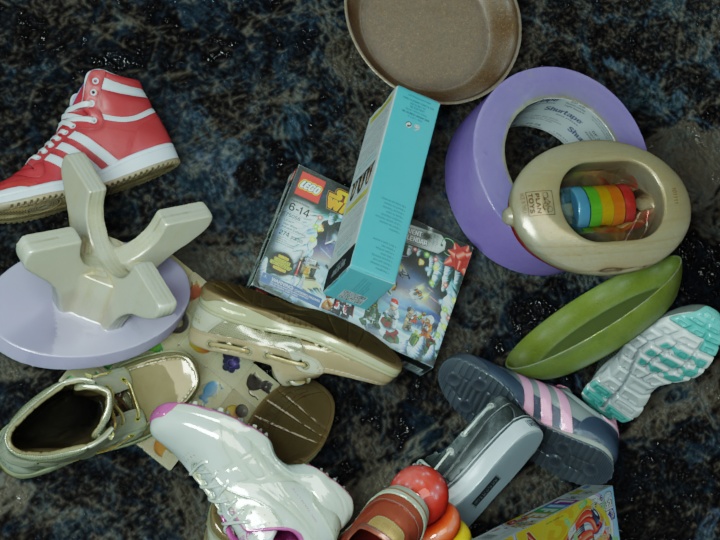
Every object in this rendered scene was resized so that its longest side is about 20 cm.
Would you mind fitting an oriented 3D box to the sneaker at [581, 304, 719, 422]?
[{"bbox_3d":[0.290,0.071,1.524,0.077,0.200,0.092,34,54,-9],"label":"sneaker"}]

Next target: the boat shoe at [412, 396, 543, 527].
[{"bbox_3d":[0.082,0.202,1.470,0.200,0.074,0.068,-48,57,1],"label":"boat shoe"}]

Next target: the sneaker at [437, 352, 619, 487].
[{"bbox_3d":[0.169,0.136,1.539,0.199,0.070,0.082,34,38,-2],"label":"sneaker"}]

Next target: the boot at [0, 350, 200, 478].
[{"bbox_3d":[-0.221,0.119,1.343,0.199,0.155,0.073,-23,85,-19],"label":"boot"}]

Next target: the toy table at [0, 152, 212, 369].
[{"bbox_3d":[-0.229,0.000,1.367,0.184,0.117,0.199,46,46,18],"label":"toy table"}]

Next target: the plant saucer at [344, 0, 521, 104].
[{"bbox_3d":[0.072,-0.264,1.627,0.199,0.037,0.202,6,73,-18],"label":"plant saucer"}]

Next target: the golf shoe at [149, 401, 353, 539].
[{"bbox_3d":[-0.101,0.187,1.327,0.199,0.075,0.092,32,55,-9],"label":"golf shoe"}]

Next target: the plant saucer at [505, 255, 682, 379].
[{"bbox_3d":[0.233,0.052,1.504,0.199,0.200,0.031,-35,96,-24],"label":"plant saucer"}]

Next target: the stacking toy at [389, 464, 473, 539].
[{"bbox_3d":[0.079,0.258,1.401,0.085,0.085,0.201,-35,122,-24],"label":"stacking toy"}]

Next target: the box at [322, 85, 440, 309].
[{"bbox_3d":[0.021,-0.070,1.485,0.049,0.082,0.201,20,66,-13],"label":"box"}]

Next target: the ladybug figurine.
[{"bbox_3d":[0.225,-0.056,1.508,0.198,0.072,0.137,-1,74,-19],"label":"ladybug figurine"}]

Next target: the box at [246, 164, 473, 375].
[{"bbox_3d":[0.000,0.000,1.523,0.199,0.040,0.138,24,67,-11],"label":"box"}]

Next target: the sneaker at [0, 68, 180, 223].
[{"bbox_3d":[-0.277,-0.120,1.446,0.199,0.071,0.113,-21,86,-31],"label":"sneaker"}]

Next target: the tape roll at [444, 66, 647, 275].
[{"bbox_3d":[0.193,-0.102,1.595,0.198,0.085,0.202,6,72,-17],"label":"tape roll"}]

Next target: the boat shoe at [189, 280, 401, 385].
[{"bbox_3d":[-0.061,0.072,1.441,0.199,0.071,0.065,20,103,0],"label":"boat shoe"}]

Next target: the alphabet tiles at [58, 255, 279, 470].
[{"bbox_3d":[-0.181,0.083,1.455,0.200,0.006,0.167,39,66,-4],"label":"alphabet tiles"}]

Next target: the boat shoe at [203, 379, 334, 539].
[{"bbox_3d":[-0.090,0.180,1.428,0.071,0.065,0.200,35,50,1],"label":"boat shoe"}]

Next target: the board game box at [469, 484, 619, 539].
[{"bbox_3d":[0.179,0.290,1.438,0.199,0.034,0.136,-14,97,-49],"label":"board game box"}]

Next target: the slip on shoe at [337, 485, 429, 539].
[{"bbox_3d":[-0.002,0.269,1.365,0.074,0.201,0.061,36,41,8],"label":"slip on shoe"}]
